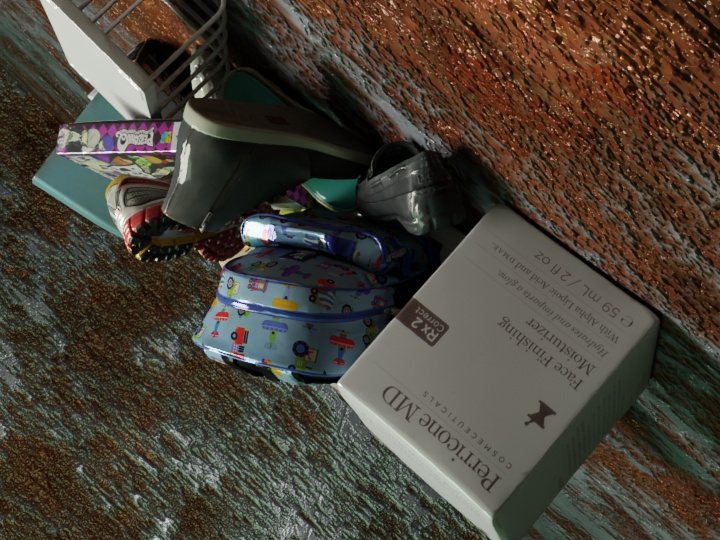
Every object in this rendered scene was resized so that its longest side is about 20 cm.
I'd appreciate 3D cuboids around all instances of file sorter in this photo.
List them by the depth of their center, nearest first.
[{"bbox_3d":[-0.207,-0.229,1.014,0.139,0.125,0.200,44,170,1],"label":"file sorter"}]

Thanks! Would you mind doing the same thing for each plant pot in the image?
[{"bbox_3d":[-0.303,-0.113,1.371,0.199,0.142,0.141,37,172,-16],"label":"plant pot"}]

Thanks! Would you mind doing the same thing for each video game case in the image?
[{"bbox_3d":[-0.174,-0.104,1.064,0.180,0.036,0.200,2,168,25],"label":"video game case"}]

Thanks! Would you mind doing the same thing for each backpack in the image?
[{"bbox_3d":[-0.043,0.024,0.916,0.181,0.136,0.199,13,-168,29],"label":"backpack"}]

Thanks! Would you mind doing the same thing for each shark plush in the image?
[{"bbox_3d":[-0.151,-0.192,1.224,0.084,0.090,0.200,66,-170,12],"label":"shark plush"}]

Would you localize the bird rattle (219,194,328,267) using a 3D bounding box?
[{"bbox_3d":[-0.107,-0.063,1.225,0.199,0.163,0.113,21,154,54],"label":"bird rattle"}]

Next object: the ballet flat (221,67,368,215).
[{"bbox_3d":[-0.055,-0.134,1.049,0.200,0.068,0.062,46,-164,11],"label":"ballet flat"}]

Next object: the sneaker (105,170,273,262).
[{"bbox_3d":[-0.160,-0.062,1.014,0.082,0.078,0.199,51,-156,22],"label":"sneaker"}]

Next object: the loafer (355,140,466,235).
[{"bbox_3d":[0.037,-0.077,0.897,0.200,0.068,0.071,-153,49,-74],"label":"loafer"}]

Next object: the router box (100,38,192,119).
[{"bbox_3d":[-0.227,-0.184,1.312,0.200,0.062,0.150,48,-170,-20],"label":"router box"}]

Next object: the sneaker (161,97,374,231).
[{"bbox_3d":[-0.085,-0.089,0.953,0.199,0.107,0.075,6,-150,-36],"label":"sneaker"}]

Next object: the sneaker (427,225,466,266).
[{"bbox_3d":[0.038,-0.025,1.038,0.200,0.080,0.074,35,170,46],"label":"sneaker"}]

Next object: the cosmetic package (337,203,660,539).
[{"bbox_3d":[0.117,0.092,0.861,0.165,0.200,0.165,38,169,24],"label":"cosmetic package"}]

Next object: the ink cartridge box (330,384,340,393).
[{"bbox_3d":[-0.034,0.074,1.533,0.200,0.145,0.145,42,170,11],"label":"ink cartridge box"}]

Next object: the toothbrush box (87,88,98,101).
[{"bbox_3d":[-0.291,-0.218,1.495,0.147,0.085,0.200,48,168,-26],"label":"toothbrush box"}]
